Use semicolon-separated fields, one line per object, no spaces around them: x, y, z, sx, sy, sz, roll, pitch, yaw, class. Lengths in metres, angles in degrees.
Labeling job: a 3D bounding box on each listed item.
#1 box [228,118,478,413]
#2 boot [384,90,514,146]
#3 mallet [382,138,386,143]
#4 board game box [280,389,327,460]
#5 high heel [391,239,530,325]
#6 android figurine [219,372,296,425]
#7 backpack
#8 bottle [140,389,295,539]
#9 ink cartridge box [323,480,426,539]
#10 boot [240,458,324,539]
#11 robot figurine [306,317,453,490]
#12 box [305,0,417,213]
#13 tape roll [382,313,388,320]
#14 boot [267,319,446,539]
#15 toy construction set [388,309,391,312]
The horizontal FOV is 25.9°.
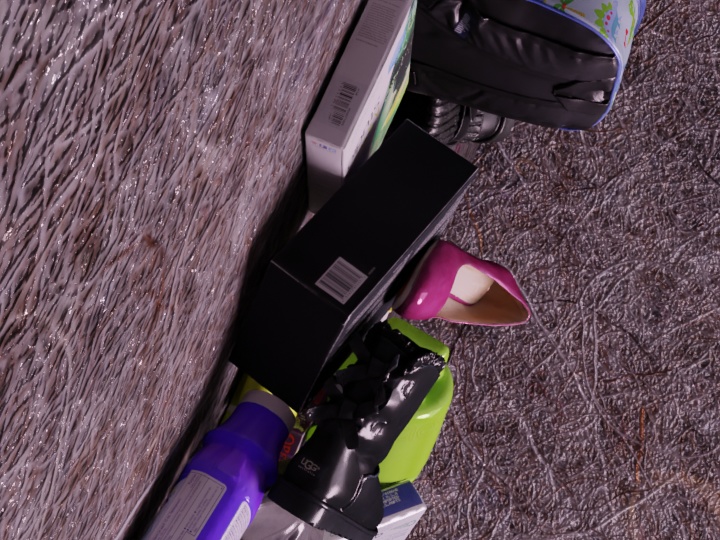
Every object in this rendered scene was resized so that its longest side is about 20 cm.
-0.005;-0.005;1.233;0.200;0.079;0.141;-48;168;-39;box
0.083;-0.215;1.488;0.158;0.079;0.212;-8;94;-50;boot
0.054;-0.186;1.564;0.066;0.041;0.201;100;10;-62;mallet
-0.089;0.219;1.569;0.120;0.032;0.201;-64;178;-68;board game box
0.088;0.026;1.287;0.067;0.096;0.200;-55;173;10;high heel
-0.083;0.115;1.394;0.182;0.041;0.201;84;28;-74;android figurine
0.138;-0.223;1.329;0.183;0.199;0.147;100;12;-65;backpack
-0.114;0.179;1.176;0.200;0.065;0.084;-59;176;-33;bottle
-0.052;0.298;1.549;0.196;0.043;0.200;-16;151;-33;ink cartridge box
-0.081;0.237;1.309;0.200;0.070;0.132;-4;97;-54;boot
0.023;0.143;1.546;0.176;0.115;0.200;-52;165;-46;robot figurine
0.001;-0.131;1.241;0.200;0.036;0.145;97;16;-76;box
0.009;-0.004;1.663;0.202;0.071;0.203;23;90;-84;tape roll
0.008;0.130;1.245;0.163;0.073;0.198;-58;160;-4;boot
0.000;0.000;1.480;0.200;0.092;0.132;121;-31;-72;toy construction set
